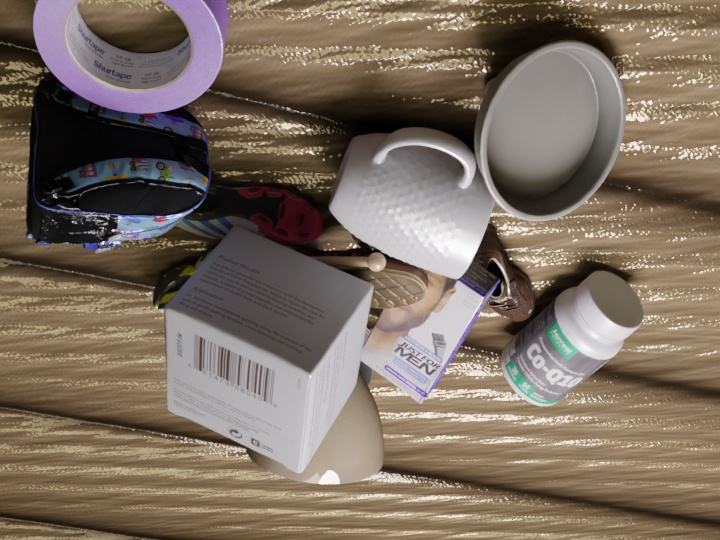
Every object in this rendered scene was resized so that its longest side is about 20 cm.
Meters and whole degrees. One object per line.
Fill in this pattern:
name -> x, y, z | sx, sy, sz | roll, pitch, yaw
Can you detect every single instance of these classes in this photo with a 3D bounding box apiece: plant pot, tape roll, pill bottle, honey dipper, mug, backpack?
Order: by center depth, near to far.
tape roll -> -0.242, -0.263, 1.210 | 0.198, 0.066, 0.201 | 1, 140, 1
backpack -> -0.279, -0.114, 1.310 | 0.198, 0.184, 0.135 | 2, 150, -20
mug -> 0.064, -0.099, 1.327 | 0.174, 0.149, 0.200 | 19, 149, -6
honey dipper -> -0.050, -0.011, 1.399 | 0.199, 0.038, 0.038 | 3, 148, 40
pill bottle -> 0.294, 0.094, 1.582 | 0.112, 0.114, 0.200 | 19, 136, -21
plant pot -> -0.059, 0.200, 1.622 | 0.198, 0.200, 0.136 | 5, 104, -5

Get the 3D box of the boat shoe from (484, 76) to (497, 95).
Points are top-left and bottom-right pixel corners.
boat shoe -> 0.203, -0.146, 1.337 | 0.074, 0.067, 0.200 | -19, 136, 22

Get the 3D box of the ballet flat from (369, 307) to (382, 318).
ballet flat -> 0.027, 0.044, 1.567 | 0.199, 0.064, 0.076 | 20, 137, -20

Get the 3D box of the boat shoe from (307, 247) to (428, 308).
boat shoe -> 0.000, 0.000, 1.432 | 0.199, 0.068, 0.072 | 2, 139, 34

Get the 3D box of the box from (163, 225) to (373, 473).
box -> -0.113, 0.095, 1.385 | 0.198, 0.172, 0.201 | 23, 137, 14

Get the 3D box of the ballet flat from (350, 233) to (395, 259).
ballet flat -> 0.060, -0.012, 1.504 | 0.066, 0.057, 0.200 | -30, 131, 30

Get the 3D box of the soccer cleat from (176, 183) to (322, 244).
soccer cleat -> -0.149, -0.070, 1.445 | 0.198, 0.070, 0.086 | 11, 161, -14

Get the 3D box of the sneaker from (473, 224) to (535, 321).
sneaker -> 0.182, 0.023, 1.529 | 0.070, 0.076, 0.200 | -19, 135, 21

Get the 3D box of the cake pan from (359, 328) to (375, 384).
cake pan -> -0.066, 0.137, 1.697 | 0.198, 0.037, 0.201 | 0, 139, 0

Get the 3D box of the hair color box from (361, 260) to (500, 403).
hair color box -> 0.086, 0.064, 1.476 | 0.109, 0.065, 0.201 | 34, 125, 11

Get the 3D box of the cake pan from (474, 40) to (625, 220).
cake pan -> 0.206, -0.156, 1.259 | 0.199, 0.037, 0.202 | -12, 116, -27

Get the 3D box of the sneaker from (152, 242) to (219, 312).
sneaker -> -0.185, 0.014, 1.542 | 0.199, 0.075, 0.085 | -18, 150, 26
